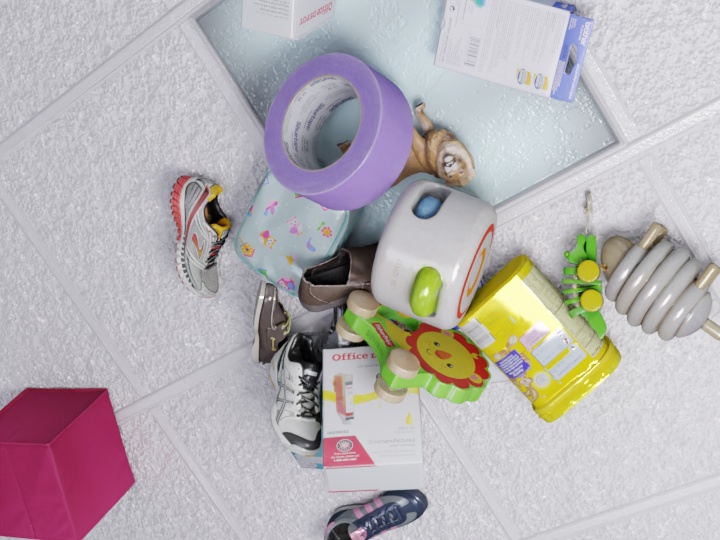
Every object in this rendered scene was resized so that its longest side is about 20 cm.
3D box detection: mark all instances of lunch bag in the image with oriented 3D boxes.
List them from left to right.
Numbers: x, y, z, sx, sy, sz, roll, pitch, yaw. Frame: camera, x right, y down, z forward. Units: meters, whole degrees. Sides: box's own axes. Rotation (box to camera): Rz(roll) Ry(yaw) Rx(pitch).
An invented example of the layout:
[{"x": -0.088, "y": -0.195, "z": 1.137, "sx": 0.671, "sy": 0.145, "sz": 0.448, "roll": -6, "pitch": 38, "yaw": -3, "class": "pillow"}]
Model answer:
[{"x": -0.092, "y": -0.066, "z": 1.702, "sx": 0.160, "sy": 0.077, "sz": 0.201, "roll": 32, "pitch": 122, "yaw": 4, "class": "lunch bag"}]

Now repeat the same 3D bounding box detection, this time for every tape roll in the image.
[{"x": -0.032, "y": -0.190, "z": 1.550, "sx": 0.198, "sy": 0.085, "sz": 0.202, "roll": -9, "pitch": 73, "yaw": 32, "class": "tape roll"}]

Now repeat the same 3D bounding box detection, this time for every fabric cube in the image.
[{"x": -0.557, "y": 0.345, "z": 2.028, "sx": 0.198, "sy": 0.196, "sz": 0.201, "roll": -2, "pitch": 114, "yaw": 24, "class": "fabric cube"}]

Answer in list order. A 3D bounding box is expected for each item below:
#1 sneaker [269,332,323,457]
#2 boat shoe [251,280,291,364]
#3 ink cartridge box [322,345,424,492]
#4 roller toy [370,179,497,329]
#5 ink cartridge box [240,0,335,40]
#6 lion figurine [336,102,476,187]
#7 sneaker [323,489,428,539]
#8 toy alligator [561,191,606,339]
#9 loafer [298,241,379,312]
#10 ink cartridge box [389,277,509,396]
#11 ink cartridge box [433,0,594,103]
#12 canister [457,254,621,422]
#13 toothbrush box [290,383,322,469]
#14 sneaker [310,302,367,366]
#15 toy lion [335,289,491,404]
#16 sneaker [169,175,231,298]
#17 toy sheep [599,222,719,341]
[{"x": -0.092, "y": 0.182, "z": 1.700, "sx": 0.075, "sy": 0.201, "sz": 0.088, "roll": 10, "pitch": 134, "yaw": -29, "class": "sneaker"}, {"x": -0.138, "y": 0.085, "z": 1.774, "sx": 0.059, "sy": 0.072, "sz": 0.201, "roll": 10, "pitch": 143, "yaw": 1, "class": "boat shoe"}, {"x": 0.017, "y": 0.213, "z": 1.643, "sx": 0.143, "sy": 0.202, "sz": 0.084, "roll": -4, "pitch": 143, "yaw": 3, "class": "ink cartridge box"}, {"x": 0.096, "y": -0.024, "z": 1.546, "sx": 0.138, "sy": 0.200, "sz": 0.184, "roll": 21, "pitch": 85, "yaw": 14, "class": "roller toy"}, {"x": -0.088, "y": -0.425, "z": 1.486, "sx": 0.083, "sy": 0.145, "sz": 0.202, "roll": 15, "pitch": 119, "yaw": 16, "class": "ink cartridge box"}, {"x": 0.065, "y": -0.159, "z": 1.602, "sx": 0.199, "sy": 0.073, "sz": 0.123, "roll": -14, "pitch": 113, "yaw": 40, "class": "lion figurine"}, {"x": 0.023, "y": 0.424, "z": 1.885, "sx": 0.199, "sy": 0.082, "sz": 0.071, "roll": -28, "pitch": 101, "yaw": 31, "class": "sneaker"}, {"x": 0.302, "y": -0.005, "z": 1.548, "sx": 0.054, "sy": 0.059, "sz": 0.203, "roll": -7, "pitch": 87, "yaw": 13, "class": "toy alligator"}, {"x": 0.000, "y": 0.000, "z": 1.648, "sx": 0.198, "sy": 0.073, "sz": 0.071, "roll": -25, "pitch": 149, "yaw": -5, "class": "loafer"}, {"x": 0.122, "y": 0.088, "z": 1.706, "sx": 0.198, "sy": 0.047, "sz": 0.199, "roll": -14, "pitch": 107, "yaw": 26, "class": "ink cartridge box"}, {"x": 0.202, "y": -0.305, "z": 1.483, "sx": 0.198, "sy": 0.042, "sz": 0.120, "roll": 20, "pitch": 120, "yaw": 16, "class": "ink cartridge box"}, {"x": 0.250, "y": 0.095, "z": 1.603, "sx": 0.148, "sy": 0.087, "sz": 0.200, "roll": -42, "pitch": 99, "yaw": 14, "class": "canister"}, {"x": -0.020, "y": 0.250, "z": 1.788, "sx": 0.198, "sy": 0.086, "sz": 0.147, "roll": 1, "pitch": 141, "yaw": 21, "class": "toothbrush box"}, {"x": -0.049, "y": 0.104, "z": 1.755, "sx": 0.114, "sy": 0.075, "sz": 0.202, "roll": 11, "pitch": 131, "yaw": 25, "class": "sneaker"}, {"x": 0.087, "y": 0.113, "z": 1.620, "sx": 0.201, "sy": 0.190, "sz": 0.069, "roll": 55, "pitch": 132, "yaw": 38, "class": "toy lion"}, {"x": -0.246, "y": -0.048, "z": 1.776, "sx": 0.081, "sy": 0.078, "sz": 0.202, "roll": 5, "pitch": 116, "yaw": 19, "class": "sneaker"}, {"x": 0.405, "y": 0.024, "z": 1.504, "sx": 0.200, "sy": 0.137, "sz": 0.139, "roll": 40, "pitch": 125, "yaw": 22, "class": "toy sheep"}]
